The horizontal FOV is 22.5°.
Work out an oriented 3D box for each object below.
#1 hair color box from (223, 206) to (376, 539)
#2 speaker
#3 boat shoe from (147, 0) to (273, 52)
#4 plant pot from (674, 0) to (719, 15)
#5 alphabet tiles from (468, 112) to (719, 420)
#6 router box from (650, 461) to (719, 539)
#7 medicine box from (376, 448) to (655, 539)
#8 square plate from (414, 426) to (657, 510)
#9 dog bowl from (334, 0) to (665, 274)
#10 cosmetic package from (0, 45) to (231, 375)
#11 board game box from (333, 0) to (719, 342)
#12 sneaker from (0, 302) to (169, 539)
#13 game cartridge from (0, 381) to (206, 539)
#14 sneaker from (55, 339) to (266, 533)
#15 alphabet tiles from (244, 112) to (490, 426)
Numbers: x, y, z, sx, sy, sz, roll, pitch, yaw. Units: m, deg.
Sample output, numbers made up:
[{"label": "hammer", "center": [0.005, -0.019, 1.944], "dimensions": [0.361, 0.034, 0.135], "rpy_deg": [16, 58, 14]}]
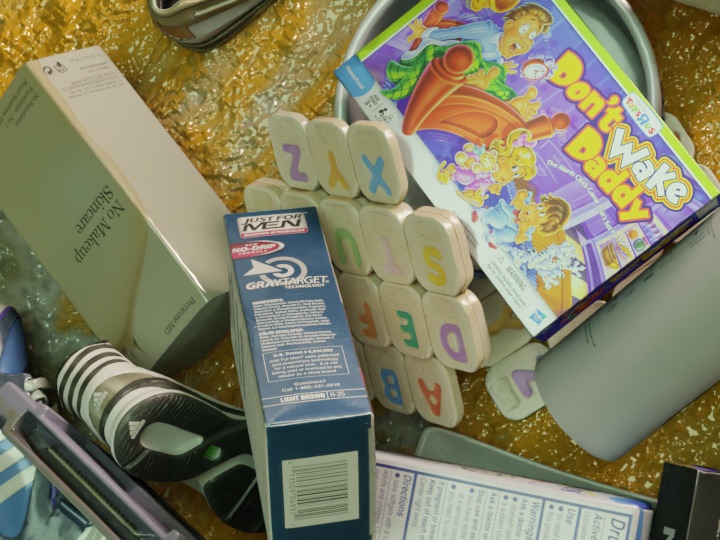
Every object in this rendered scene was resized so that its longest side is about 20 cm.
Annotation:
[{"label": "hair color box", "center": [-0.037, 0.059, 1.035], "dimensions": [0.060, 0.200, 0.100], "rpy_deg": [-6, 126, -8]}, {"label": "speaker", "center": [0.196, 0.026, 1.061], "dimensions": [0.200, 0.081, 0.081], "rpy_deg": [-43, 77, 27]}, {"label": "boat shoe", "center": [-0.058, -0.225, 1.193], "dimensions": [0.200, 0.068, 0.075], "rpy_deg": [-46, 77, 5]}, {"label": "plant pot", "center": [0.227, -0.243, 1.055], "dimensions": [0.199, 0.200, 0.177], "rpy_deg": [16, 109, -8]}, {"label": "alphabet tiles", "center": [0.145, -0.002, 1.155], "dimensions": [0.195, 0.015, 0.200], "rpy_deg": [-32, 78, 8]}, {"label": "router box", "center": [0.241, 0.224, 1.060], "dimensions": [0.157, 0.052, 0.200], "rpy_deg": [12, 87, -14]}, {"label": "medicine box", "center": [0.060, 0.210, 1.081], "dimensions": [0.200, 0.103, 0.183], "rpy_deg": [10, 87, 14]}, {"label": "square plate", "center": [0.106, 0.221, 1.137], "dimensions": [0.200, 0.028, 0.199], "rpy_deg": [17, 89, 14]}, {"label": "dog bowl", "center": [0.089, -0.097, 1.129], "dimensions": [0.200, 0.079, 0.201], "rpy_deg": [-2, 84, 14]}, {"label": "cosmetic package", "center": [-0.159, -0.037, 1.180], "dimensions": [0.200, 0.073, 0.104], "rpy_deg": [51, 128, 13]}, {"label": "board game box", "center": [0.097, -0.078, 1.061], "dimensions": [0.134, 0.045, 0.200], "rpy_deg": [-38, 77, 7]}, {"label": "sneaker", "center": [-0.194, 0.124, 1.197], "dimensions": [0.146, 0.081, 0.201], "rpy_deg": [5, 81, 3]}, {"label": "game cartridge", "center": [-0.125, 0.148, 1.051], "dimensions": [0.200, 0.130, 0.038], "rpy_deg": [36, 86, 36]}, {"label": "sneaker", "center": [-0.112, 0.092, 1.134], "dimensions": [0.115, 0.200, 0.076], "rpy_deg": [36, 90, 39]}, {"label": "alphabet tiles", "center": [0.000, 0.000, 1.108], "dimensions": [0.200, 0.015, 0.196], "rpy_deg": [13, 124, 50]}]
